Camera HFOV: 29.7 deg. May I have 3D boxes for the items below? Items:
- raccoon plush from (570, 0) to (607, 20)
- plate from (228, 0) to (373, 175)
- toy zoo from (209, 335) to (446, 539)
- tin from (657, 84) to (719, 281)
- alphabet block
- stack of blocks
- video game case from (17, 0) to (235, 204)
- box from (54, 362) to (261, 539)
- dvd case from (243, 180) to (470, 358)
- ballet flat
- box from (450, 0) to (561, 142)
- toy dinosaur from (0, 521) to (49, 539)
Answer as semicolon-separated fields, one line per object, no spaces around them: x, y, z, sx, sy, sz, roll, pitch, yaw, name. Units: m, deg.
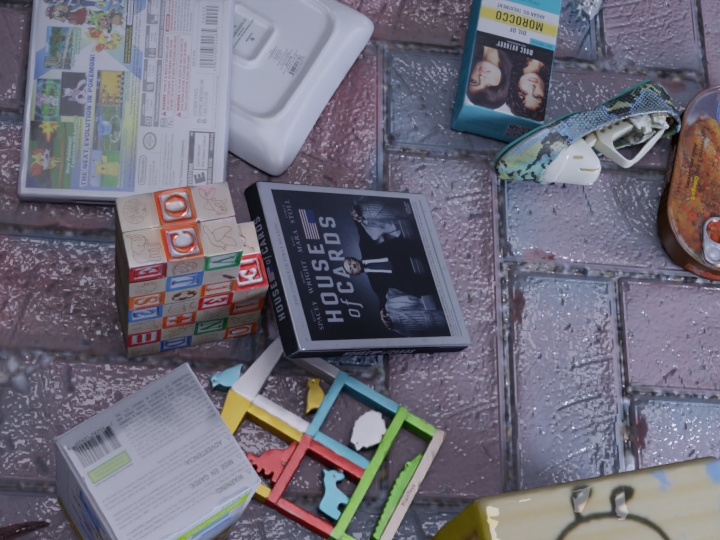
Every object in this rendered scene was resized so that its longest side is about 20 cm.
0.228;-0.362;1.360;0.133;0.097;0.200;33;59;11;raccoon plush
-0.111;-0.215;1.271;0.199;0.032;0.200;30;65;2;plate
-0.042;0.143;1.147;0.199;0.020;0.132;30;66;2;toy zoo
0.349;-0.084;1.307;0.111;0.042;0.202;17;66;0;tin
0.179;0.269;1.046;0.198;0.197;0.197;-9;68;-14;alphabet block
-0.136;0.001;1.087;0.114;0.200;0.059;-11;70;-14;stack of blocks
-0.206;-0.157;1.210;0.180;0.022;0.202;2;77;-4;video game case
-0.157;0.166;1.017;0.112;0.200;0.102;-29;77;-22;box
0.000;0.000;1.161;0.199;0.025;0.152;1;65;-43;dvd case
0.221;-0.119;1.275;0.199;0.074;0.075;-27;76;-18;ballet flat
0.145;-0.224;1.316;0.081;0.049;0.202;13;66;-5;box
-0.338;0.175;1.013;0.198;0.136;0.086;22;66;-2;toy dinosaur
